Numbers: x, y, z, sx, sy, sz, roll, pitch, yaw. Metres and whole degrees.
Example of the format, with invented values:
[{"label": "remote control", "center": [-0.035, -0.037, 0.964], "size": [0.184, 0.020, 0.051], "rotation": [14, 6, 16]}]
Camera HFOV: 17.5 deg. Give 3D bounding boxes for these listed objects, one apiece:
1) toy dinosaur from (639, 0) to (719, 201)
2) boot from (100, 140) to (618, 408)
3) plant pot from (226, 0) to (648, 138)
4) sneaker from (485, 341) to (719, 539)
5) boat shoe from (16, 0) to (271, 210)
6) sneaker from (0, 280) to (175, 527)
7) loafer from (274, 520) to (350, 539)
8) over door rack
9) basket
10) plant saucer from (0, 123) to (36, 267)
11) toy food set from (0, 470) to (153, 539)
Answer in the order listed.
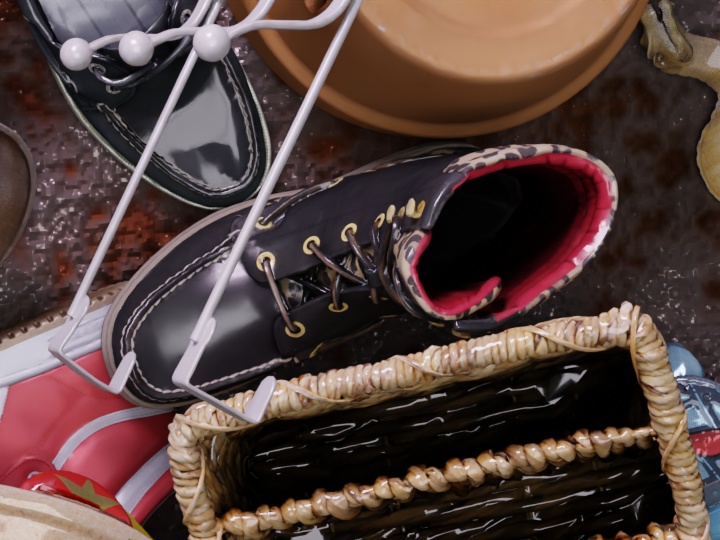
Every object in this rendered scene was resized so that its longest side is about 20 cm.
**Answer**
[{"label": "toy dinosaur", "center": [0.206, -0.055, 1.059], "size": [0.101, 0.058, 0.200], "rotation": [-36, 95, 13]}, {"label": "boot", "center": [0.000, 0.000, 0.960], "size": [0.200, 0.151, 0.073], "rotation": [-23, 99, -20]}, {"label": "plant pot", "center": [0.041, -0.150, 0.968], "size": [0.200, 0.140, 0.201], "rotation": [-1, 97, -8]}, {"label": "sneaker", "center": [0.134, 0.083, 1.058], "size": [0.200, 0.079, 0.096], "rotation": [-12, 85, -13]}, {"label": "boat shoe", "center": [-0.102, -0.108, 0.988], "size": [0.074, 0.066, 0.200], "rotation": [-30, 101, -4]}, {"label": "sneaker", "center": [-0.168, 0.093, 1.004], "size": [0.200, 0.071, 0.113], "rotation": [-24, 97, -7]}, {"label": "loafer", "center": [-0.012, 0.199, 1.043], "size": [0.075, 0.068, 0.201], "rotation": [4, 97, -9]}, {"label": "over door rack", "center": [-0.068, -0.050, 0.888], "size": [0.066, 0.148, 0.200], "rotation": [16, 86, -27]}, {"label": "basket", "center": [0.038, 0.105, 0.938], "size": [0.200, 0.149, 0.143], "rotation": [-12, 84, 6]}, {"label": "plant saucer", "center": [-0.222, -0.003, 0.937], "size": [0.200, 0.200, 0.032], "rotation": [-36, 69, -3]}, {"label": "toy food set", "center": [-0.155, 0.142, 0.970], "size": [0.200, 0.049, 0.198], "rotation": [-16, 134, 21]}]
